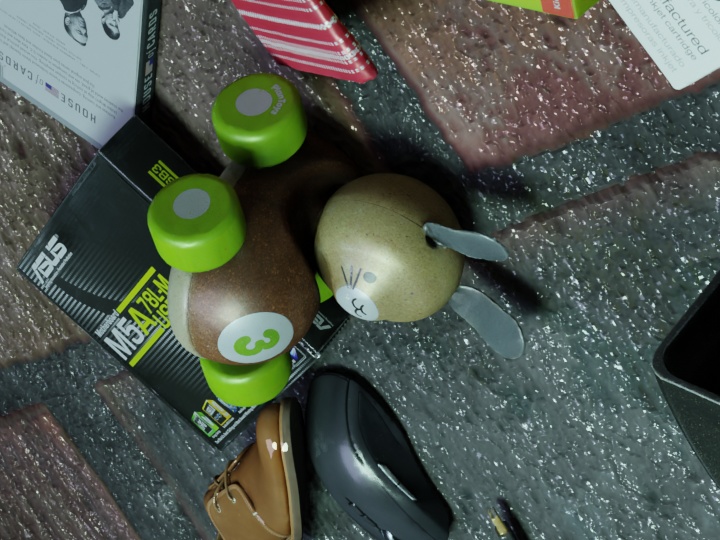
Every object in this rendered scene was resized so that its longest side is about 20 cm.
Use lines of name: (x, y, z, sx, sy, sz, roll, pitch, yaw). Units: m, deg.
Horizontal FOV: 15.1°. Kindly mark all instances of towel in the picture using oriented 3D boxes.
towel: (-0.072, -0.192, 1.526, 0.200, 0.022, 0.145, 53, 169, -20)

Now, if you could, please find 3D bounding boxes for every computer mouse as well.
computer mouse: (0.035, 0.157, 1.783, 0.140, 0.046, 0.201, -5, 119, 52)

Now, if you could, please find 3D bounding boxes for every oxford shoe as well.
oxford shoe: (-0.070, 0.150, 1.838, 0.071, 0.072, 0.200, 5, 145, -2)

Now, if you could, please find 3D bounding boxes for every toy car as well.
toy car: (0.000, 0.000, 1.597, 0.199, 0.158, 0.165, 15, 147, 23)

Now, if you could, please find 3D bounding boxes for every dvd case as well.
dvd case: (-0.191, -0.174, 1.736, 0.150, 0.025, 0.200, 35, 144, 20)

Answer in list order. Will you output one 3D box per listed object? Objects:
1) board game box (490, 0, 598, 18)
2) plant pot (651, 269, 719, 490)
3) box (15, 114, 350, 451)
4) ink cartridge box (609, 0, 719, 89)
board game box: (0.039, -0.203, 1.430, 0.199, 0.048, 0.102, 17, 135, 38)
plant pot: (0.280, 0.069, 1.310, 0.200, 0.200, 0.178, 26, 150, 30)
box: (-0.121, 0.013, 1.800, 0.193, 0.048, 0.200, 41, 148, -3)
ink cartridge box: (0.191, -0.203, 1.172, 0.147, 0.146, 0.200, 52, 145, -5)
